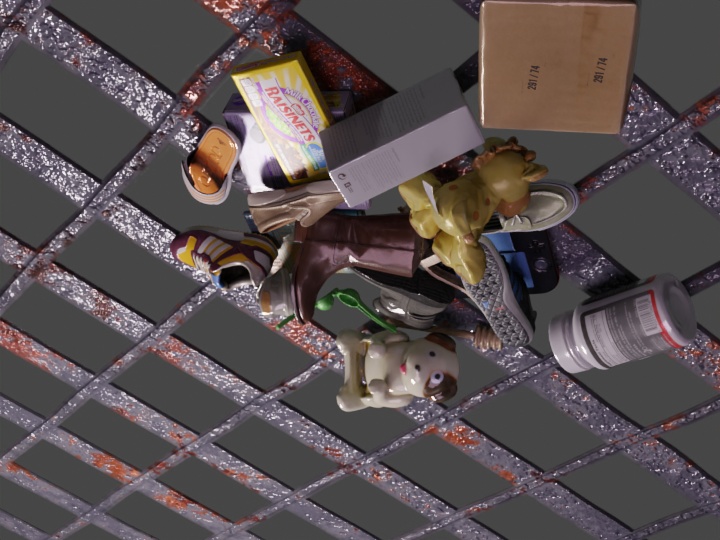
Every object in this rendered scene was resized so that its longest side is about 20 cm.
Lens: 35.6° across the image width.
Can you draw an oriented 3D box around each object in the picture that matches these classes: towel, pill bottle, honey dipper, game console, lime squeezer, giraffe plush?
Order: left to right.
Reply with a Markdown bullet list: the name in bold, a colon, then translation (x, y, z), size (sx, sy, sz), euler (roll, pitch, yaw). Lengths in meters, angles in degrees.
- **towel**: translation (-0.072, -0.048, 1.780), size (0.199, 0.022, 0.147), euler (-1, 137, 20)
- **lime squeezer**: translation (-0.041, 0.063, 1.784), size (0.199, 0.071, 0.038), euler (3, 177, -20)
- **honey dipper**: translation (0.140, 0.101, 1.872), size (0.199, 0.038, 0.038), euler (8, 139, 15)
- **giraffe plush**: translation (0.162, -0.106, 1.518), size (0.173, 0.162, 0.200), euler (50, 168, 21)
- **game console**: translation (0.194, -0.028, 1.710), size (0.199, 0.031, 0.177), euler (-4, 136, 21)
- **pill bottle**: translation (0.397, 0.085, 1.710), size (0.200, 0.114, 0.114), euler (-23, 127, 37)

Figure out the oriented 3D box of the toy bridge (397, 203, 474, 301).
- **toy bridge**: translation (0.119, -0.027, 1.702), size (0.067, 0.027, 0.200), euler (-25, 119, 36)

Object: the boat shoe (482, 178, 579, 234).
- **boat shoe**: translation (0.213, -0.080, 1.601), size (0.199, 0.062, 0.072), euler (-13, 104, 24)

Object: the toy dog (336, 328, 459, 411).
- **toy dog**: translation (0.078, 0.170, 1.860), size (0.193, 0.140, 0.200), euler (17, 163, -35)

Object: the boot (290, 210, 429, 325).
- **boot**: translation (0.000, 0.000, 1.668), size (0.199, 0.064, 0.187), euler (5, 107, 8)

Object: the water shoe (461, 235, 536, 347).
- **water shoe**: translation (0.206, 0.021, 1.687), size (0.071, 0.079, 0.201), euler (-10, 120, 30)

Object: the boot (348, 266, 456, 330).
- **boot**: translation (0.043, 0.032, 1.772), size (0.199, 0.068, 0.131), euler (26, 148, -8)

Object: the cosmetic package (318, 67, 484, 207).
- **cosmetic package**: translation (0.052, -0.176, 1.484), size (0.199, 0.102, 0.071), euler (-25, 130, 10)

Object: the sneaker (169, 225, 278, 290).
- **sneaker**: translation (-0.234, -0.016, 1.800), size (0.199, 0.090, 0.075), euler (2, 137, 28)

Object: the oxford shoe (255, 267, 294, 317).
- **oxford shoe**: translation (-0.136, 0.037, 1.769), size (0.057, 0.200, 0.076), euler (-8, 96, -4)

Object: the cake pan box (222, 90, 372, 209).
- **cake pan box**: translation (-0.084, -0.168, 1.627), size (0.183, 0.052, 0.200), euler (2, 137, 18)

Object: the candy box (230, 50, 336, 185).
- **candy box**: translation (-0.089, -0.204, 1.533), size (0.102, 0.026, 0.200), euler (-10, 132, 21)

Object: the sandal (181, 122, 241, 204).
- **sandal**: translation (-0.230, -0.149, 1.650), size (0.079, 0.059, 0.207), euler (41, 153, 3)

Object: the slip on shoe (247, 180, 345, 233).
- **slip on shoe**: translation (-0.073, -0.093, 1.599), size (0.199, 0.076, 0.061), euler (-6, 92, 27)

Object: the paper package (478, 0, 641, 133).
- **paper package**: translation (0.240, -0.273, 1.366), size (0.190, 0.104, 0.200), euler (4, 137, 11)
